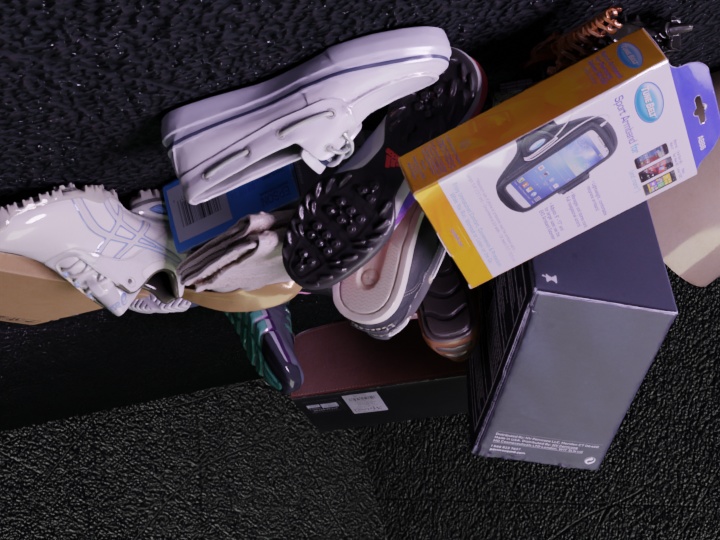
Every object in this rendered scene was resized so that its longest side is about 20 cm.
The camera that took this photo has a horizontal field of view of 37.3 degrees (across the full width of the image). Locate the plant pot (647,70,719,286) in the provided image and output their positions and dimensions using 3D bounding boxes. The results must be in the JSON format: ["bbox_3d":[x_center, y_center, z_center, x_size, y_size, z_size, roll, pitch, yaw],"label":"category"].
[{"bbox_3d":[0.358,-0.115,1.003,0.200,0.187,0.187,-36,162,30],"label":"plant pot"}]

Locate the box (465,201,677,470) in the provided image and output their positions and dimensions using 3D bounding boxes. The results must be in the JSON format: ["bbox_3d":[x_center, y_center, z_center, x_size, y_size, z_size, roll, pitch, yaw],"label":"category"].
[{"bbox_3d":[0.171,0.031,0.928,0.123,0.200,0.199,8,132,-4],"label":"box"}]

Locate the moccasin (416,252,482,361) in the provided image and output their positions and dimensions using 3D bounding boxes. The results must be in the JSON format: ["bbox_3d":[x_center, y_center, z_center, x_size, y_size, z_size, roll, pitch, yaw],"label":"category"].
[{"bbox_3d":[0.075,-0.018,0.958,0.074,0.202,0.078,-16,156,6],"label":"moccasin"}]

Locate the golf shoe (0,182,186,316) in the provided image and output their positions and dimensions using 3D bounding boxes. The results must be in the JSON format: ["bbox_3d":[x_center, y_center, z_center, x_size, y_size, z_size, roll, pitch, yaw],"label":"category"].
[{"bbox_3d":[-0.205,-0.013,0.833,0.078,0.097,0.200,-19,170,35],"label":"golf shoe"}]

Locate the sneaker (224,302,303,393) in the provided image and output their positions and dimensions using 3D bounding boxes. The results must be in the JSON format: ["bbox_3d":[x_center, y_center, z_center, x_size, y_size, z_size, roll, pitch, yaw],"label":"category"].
[{"bbox_3d":[-0.095,0.042,1.161,0.087,0.200,0.074,-19,145,-26],"label":"sneaker"}]

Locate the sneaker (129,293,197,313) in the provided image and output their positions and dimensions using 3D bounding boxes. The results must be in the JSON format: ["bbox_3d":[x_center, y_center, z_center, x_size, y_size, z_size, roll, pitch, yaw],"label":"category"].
[{"bbox_3d":[-0.141,0.001,1.100,0.199,0.080,0.130,-26,162,5],"label":"sneaker"}]

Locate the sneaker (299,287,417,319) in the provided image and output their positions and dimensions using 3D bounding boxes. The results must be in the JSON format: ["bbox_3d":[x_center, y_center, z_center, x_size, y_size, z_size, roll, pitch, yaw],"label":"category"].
[{"bbox_3d":[0.000,0.000,1.001,0.200,0.079,0.095,13,-177,-18],"label":"sneaker"}]

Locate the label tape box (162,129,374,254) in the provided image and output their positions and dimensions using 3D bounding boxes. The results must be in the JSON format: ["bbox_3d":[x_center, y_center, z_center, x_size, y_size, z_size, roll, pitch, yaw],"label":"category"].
[{"bbox_3d":[-0.040,-0.066,0.895,0.144,0.063,0.200,-21,170,38],"label":"label tape box"}]

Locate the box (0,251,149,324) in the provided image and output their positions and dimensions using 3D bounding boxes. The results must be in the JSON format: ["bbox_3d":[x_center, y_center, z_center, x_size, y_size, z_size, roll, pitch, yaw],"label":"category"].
[{"bbox_3d":[-0.307,0.015,0.909,0.163,0.021,0.200,-13,164,33],"label":"box"}]

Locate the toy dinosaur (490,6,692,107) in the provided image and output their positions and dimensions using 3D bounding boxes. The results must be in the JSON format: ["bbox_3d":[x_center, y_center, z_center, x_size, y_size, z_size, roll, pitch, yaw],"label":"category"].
[{"bbox_3d":[0.164,-0.131,0.768,0.136,0.102,0.200,-1,-171,2],"label":"toy dinosaur"}]

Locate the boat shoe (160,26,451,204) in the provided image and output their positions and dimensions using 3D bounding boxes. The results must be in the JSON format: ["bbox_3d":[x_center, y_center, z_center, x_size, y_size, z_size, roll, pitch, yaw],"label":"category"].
[{"bbox_3d":[-0.031,-0.095,0.697,0.200,0.067,0.074,-18,172,15],"label":"boat shoe"}]

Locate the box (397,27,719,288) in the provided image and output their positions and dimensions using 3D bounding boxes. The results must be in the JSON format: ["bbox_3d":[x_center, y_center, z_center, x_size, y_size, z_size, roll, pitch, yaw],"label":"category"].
[{"bbox_3d":[0.137,-0.075,0.709,0.200,0.042,0.119,-29,140,7],"label":"box"}]

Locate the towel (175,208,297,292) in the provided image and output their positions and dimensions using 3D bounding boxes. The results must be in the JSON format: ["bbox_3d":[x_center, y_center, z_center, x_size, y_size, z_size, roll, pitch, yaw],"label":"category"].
[{"bbox_3d":[-0.037,-0.020,0.863,0.200,0.035,0.132,-9,169,-36],"label":"towel"}]

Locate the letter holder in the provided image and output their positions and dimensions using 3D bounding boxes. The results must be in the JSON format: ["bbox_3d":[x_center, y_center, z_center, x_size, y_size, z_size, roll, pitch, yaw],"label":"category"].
[{"bbox_3d":[0.033,0.083,1.179,0.200,0.142,0.101,-9,148,15],"label":"letter holder"}]

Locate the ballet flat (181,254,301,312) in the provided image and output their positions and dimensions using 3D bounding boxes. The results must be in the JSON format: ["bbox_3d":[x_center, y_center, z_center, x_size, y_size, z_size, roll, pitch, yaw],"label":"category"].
[{"bbox_3d":[-0.150,-0.003,0.956,0.200,0.069,0.063,4,163,17],"label":"ballet flat"}]

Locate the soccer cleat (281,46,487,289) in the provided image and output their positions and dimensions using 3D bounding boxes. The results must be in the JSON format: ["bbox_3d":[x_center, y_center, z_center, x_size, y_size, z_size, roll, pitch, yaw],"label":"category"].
[{"bbox_3d":[0.021,-0.066,0.757,0.200,0.068,0.073,-53,163,13],"label":"soccer cleat"}]

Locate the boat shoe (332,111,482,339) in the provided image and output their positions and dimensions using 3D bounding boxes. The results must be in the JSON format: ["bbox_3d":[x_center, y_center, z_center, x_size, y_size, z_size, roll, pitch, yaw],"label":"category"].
[{"bbox_3d":[0.041,-0.044,0.807,0.072,0.200,0.068,15,165,30],"label":"boat shoe"}]
